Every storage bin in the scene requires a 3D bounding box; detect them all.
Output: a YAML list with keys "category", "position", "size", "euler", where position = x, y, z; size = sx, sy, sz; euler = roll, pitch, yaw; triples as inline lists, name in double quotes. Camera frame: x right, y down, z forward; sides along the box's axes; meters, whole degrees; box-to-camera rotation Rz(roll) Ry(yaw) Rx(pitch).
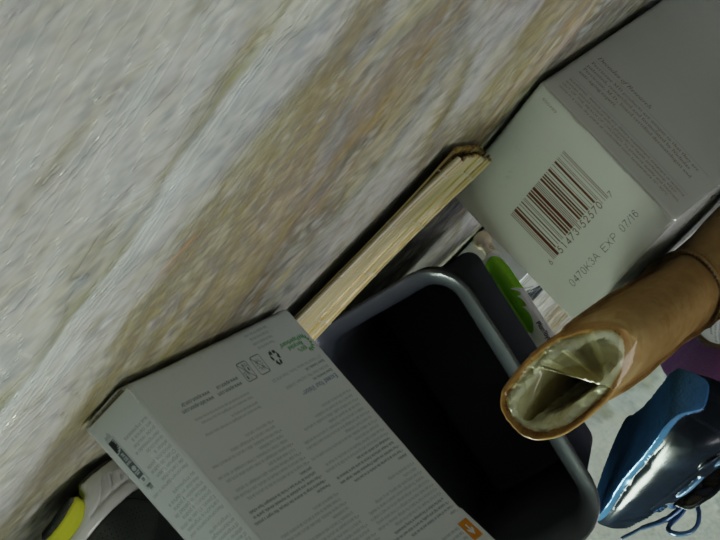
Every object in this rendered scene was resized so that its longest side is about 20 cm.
- category: "storage bin"
  position: [0.063, 0.091, 1.624]
  size: [0.145, 0.200, 0.134]
  euler: [-31, -175, 19]

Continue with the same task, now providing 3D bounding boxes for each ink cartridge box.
- category: "ink cartridge box"
  position: [-0.025, 0.122, 1.318]
  size: [0.041, 0.200, 0.199]
  euler: [-47, 170, 24]

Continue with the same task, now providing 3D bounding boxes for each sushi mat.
- category: "sushi mat"
  position: [0.000, 0.000, 1.473]
  size: [0.200, 0.012, 0.096]
  euler: [-46, 171, 13]

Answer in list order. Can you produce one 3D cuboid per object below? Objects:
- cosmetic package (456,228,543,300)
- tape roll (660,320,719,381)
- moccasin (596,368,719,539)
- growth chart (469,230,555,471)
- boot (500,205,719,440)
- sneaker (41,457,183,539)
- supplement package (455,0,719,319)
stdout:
- category: "cosmetic package"
  position: [0.086, 0.021, 1.851]
  size: [0.200, 0.052, 0.151]
  euler: [-46, 168, 15]
- category: "tape roll"
  position: [0.280, 0.012, 1.568]
  size: [0.200, 0.066, 0.200]
  euler: [-42, -159, 21]
- category: "moccasin"
  position: [0.194, 0.125, 1.550]
  size: [0.200, 0.068, 0.081]
  euler: [120, -11, -70]
- category: "growth chart"
  position: [0.053, 0.086, 1.738]
  size: [0.200, 0.145, 0.018]
  euler: [-42, 147, 5]
- category: "boot"
  position: [0.188, 0.014, 1.456]
  size: [0.175, 0.066, 0.200]
  euler: [-49, 168, 34]
- category: "sneaker"
  position: [-0.103, 0.139, 1.424]
  size: [0.074, 0.085, 0.200]
  euler: [-48, 171, 30]
- category: "supplement package"
  position: [0.176, -0.078, 1.556]
  size: [0.200, 0.117, 0.117]
  euler: [-36, 168, -44]
